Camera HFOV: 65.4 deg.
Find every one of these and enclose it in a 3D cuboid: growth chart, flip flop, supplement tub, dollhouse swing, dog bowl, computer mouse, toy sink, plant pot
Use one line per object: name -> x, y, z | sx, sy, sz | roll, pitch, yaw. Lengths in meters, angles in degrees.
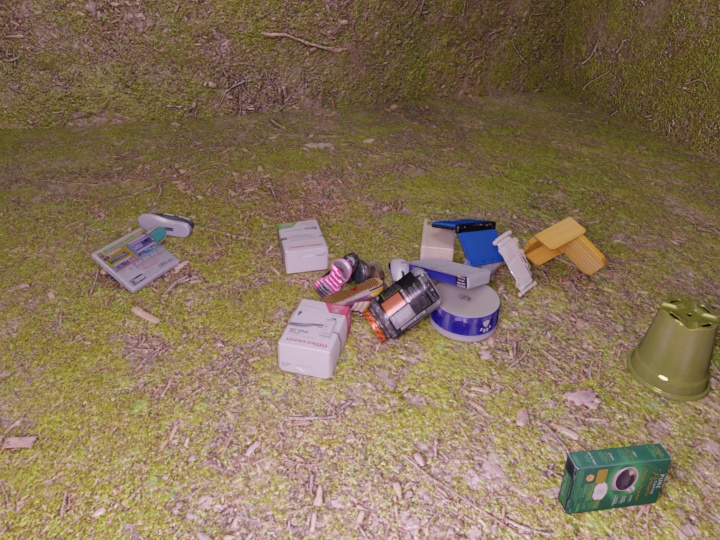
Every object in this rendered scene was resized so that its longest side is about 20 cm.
growth chart -> 0.484, -0.027, 1.743 | 0.142, 0.018, 0.205 | -15, 76, -45
flip flop -> 0.046, 0.017, 1.736 | 0.078, 0.059, 0.202 | -1, 32, -4
supplement tub -> 0.109, 0.095, 1.496 | 0.197, 0.124, 0.123 | -35, 37, -2
dollhouse swing -> 0.635, -0.041, 1.767 | 0.178, 0.200, 0.180 | -26, 77, -3
dog bowl -> 0.292, 0.108, 1.580 | 0.192, 0.081, 0.202 | 1, 32, 0
computer mouse -> 0.128, 0.010, 1.764 | 0.106, 0.045, 0.202 | -3, 32, -9
toy sink -> 0.249, -0.063, 1.805 | 0.108, 0.134, 0.202 | 5, 30, 7
plant pot -> 0.783, 0.180, 1.382 | 0.193, 0.190, 0.203 | 1, 31, 0

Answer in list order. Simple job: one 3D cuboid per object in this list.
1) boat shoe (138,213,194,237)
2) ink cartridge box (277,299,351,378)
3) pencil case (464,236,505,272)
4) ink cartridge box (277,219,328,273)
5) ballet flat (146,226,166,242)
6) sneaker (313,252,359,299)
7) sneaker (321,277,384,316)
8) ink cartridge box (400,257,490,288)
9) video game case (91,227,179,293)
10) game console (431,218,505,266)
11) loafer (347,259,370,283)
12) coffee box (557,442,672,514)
boat shoe -> -0.690, -0.171, 1.998 | 0.193, 0.074, 0.069 | 8, 33, 5
ink cartridge box -> -0.116, 0.172, 1.456 | 0.141, 0.085, 0.202 | 8, 32, 10
pencil case -> 0.419, -0.042, 1.819 | 0.091, 0.084, 0.198 | 44, 48, 19
ink cartridge box -> -0.194, -0.081, 1.860 | 0.140, 0.086, 0.202 | -7, 32, -13
ballet flat -> -0.734, -0.086, 1.879 | 0.067, 0.072, 0.200 | 15, 32, 21
sneaker -> -0.064, 0.014, 1.630 | 0.079, 0.200, 0.096 | 45, 47, -2
sneaker -> -0.017, 0.098, 1.581 | 0.194, 0.093, 0.075 | -20, 25, -10
ink cartridge box -> 0.239, 0.007, 1.576 | 0.195, 0.042, 0.197 | 16, 13, 36
video game case -> -0.703, -0.035, 1.762 | 0.180, 0.022, 0.200 | 37, 41, 8
game console -> 0.338, -0.091, 1.746 | 0.196, 0.123, 0.168 | -7, 13, -41
loafer -> 0.000, 0.000, 1.682 | 0.061, 0.075, 0.199 | -8, 0, -18
coffee box -> 0.486, 0.400, 1.079 | 0.193, 0.127, 0.044 | -4, 28, -7
